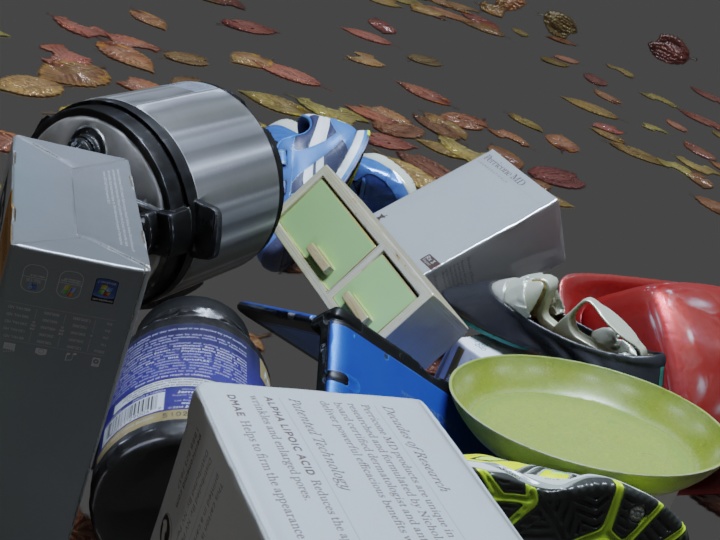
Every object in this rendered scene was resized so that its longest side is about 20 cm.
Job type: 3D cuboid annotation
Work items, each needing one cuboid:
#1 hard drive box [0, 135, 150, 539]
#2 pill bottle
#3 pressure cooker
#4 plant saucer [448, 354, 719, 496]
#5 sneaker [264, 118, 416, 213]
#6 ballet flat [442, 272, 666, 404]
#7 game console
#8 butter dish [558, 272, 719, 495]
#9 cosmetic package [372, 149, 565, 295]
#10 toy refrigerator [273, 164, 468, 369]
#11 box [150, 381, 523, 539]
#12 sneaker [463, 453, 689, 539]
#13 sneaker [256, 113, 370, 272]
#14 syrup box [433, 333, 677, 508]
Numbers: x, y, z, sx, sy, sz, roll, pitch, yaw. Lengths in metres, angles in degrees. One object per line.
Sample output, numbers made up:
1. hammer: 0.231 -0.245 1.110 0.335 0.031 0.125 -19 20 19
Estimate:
1. hard drive box: -0.194 0.043 0.759 0.077 0.200 0.156 11 24 -20
2. pill bottle: -0.113 0.098 0.817 0.112 0.112 0.200 15 24 -13
3. pressure cooker: -0.182 -0.062 1.027 0.179 0.176 0.200 59 33 3
4. plant saucer: 0.158 0.111 0.882 0.200 0.031 0.200 9 17 -3
5. sneaker: -0.045 -0.093 1.336 0.200 0.077 0.111 29 37 20
6. ballet flat: 0.161 0.044 1.018 0.200 0.073 0.073 31 25 24
7. game console: 0.007 0.115 0.910 0.200 0.118 0.171 35 43 -35
8. butter dish: 0.290 0.082 1.064 0.200 0.148 0.200 6 67 -33
9. cosmetic package: 0.077 -0.018 1.157 0.200 0.081 0.113 -31 43 -15
10. toy refrigerator: 0.000 0.000 1.048 0.070 0.076 0.200 43 7 -46
11. box: -0.018 0.189 0.578 0.131 0.199 0.200 8 25 -29
12. sneaker: 0.113 0.150 0.784 0.200 0.075 0.076 19 5 -13
13. sneaker: -0.063 -0.080 1.240 0.082 0.074 0.200 29 51 1
14. syrup box: 0.153 0.132 1.003 0.200 0.081 0.079 34 23 34
